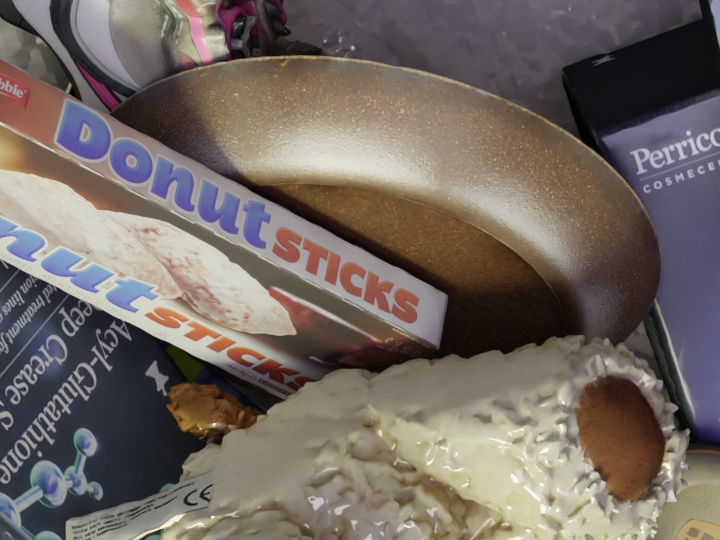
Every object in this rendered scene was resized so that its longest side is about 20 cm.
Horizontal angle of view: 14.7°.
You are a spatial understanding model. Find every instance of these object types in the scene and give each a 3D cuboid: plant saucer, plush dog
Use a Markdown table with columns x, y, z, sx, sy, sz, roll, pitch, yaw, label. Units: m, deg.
| x | y | z | sx | sy | sz | roll | pitch | yaw | label |
| --- | --- | --- | --- | --- | --- | --- | --- | --- | --- |
| 0.000 | 0.000 | 0.935 | 0.199 | 0.032 | 0.201 | 9 | 149 | 6 | plant saucer |
| 0.011 | 0.122 | 0.903 | 0.200 | 0.160 | 0.172 | -39 | 122 | -24 | plush dog |

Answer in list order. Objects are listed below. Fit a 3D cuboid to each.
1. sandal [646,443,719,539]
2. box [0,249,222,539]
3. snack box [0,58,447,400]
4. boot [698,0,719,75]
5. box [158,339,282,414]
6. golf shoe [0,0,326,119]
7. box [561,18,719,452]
| x | y | z | sx | sy | sz | roll | pitch | yaw | label |
| --- | --- | --- | --- | --- | --- | --- | --- | --- | --- |
| 0.177 | 0.122 | 0.955 | 0.199 | 0.054 | 0.081 | 24 | 105 | -9 | sandal |
| -0.120 | 0.097 | 0.928 | 0.107 | 0.149 | 0.200 | -23 | 111 | 36 | box |
| -0.072 | -0.013 | 0.884 | 0.199 | 0.024 | 0.072 | 28 | 146 | -25 | snack box |
| 0.174 | -0.034 | 0.900 | 0.096 | 0.075 | 0.201 | -16 | 104 | 5 | boot |
| -0.117 | 0.051 | 1.031 | 0.200 | 0.048 | 0.122 | 40 | 102 | -12 | box |
| -0.056 | -0.054 | 0.965 | 0.092 | 0.073 | 0.200 | -2 | 146 | 18 | golf shoe |
| 0.173 | 0.003 | 1.003 | 0.147 | 0.104 | 0.201 | -21 | 107 | 4 | box |
